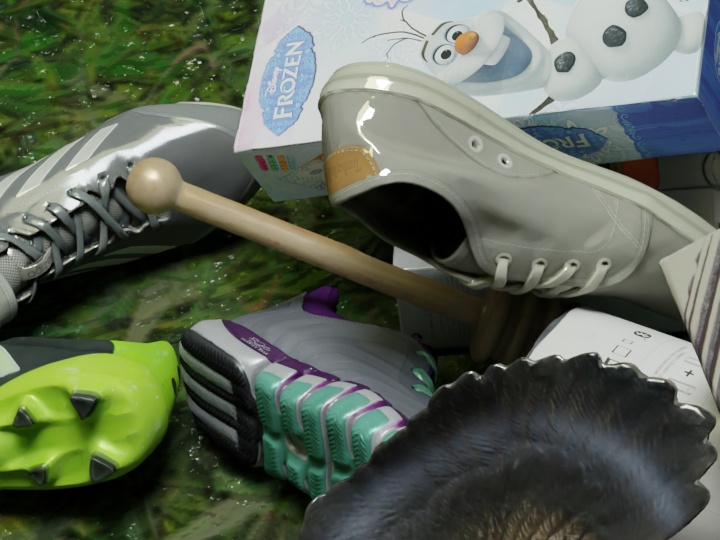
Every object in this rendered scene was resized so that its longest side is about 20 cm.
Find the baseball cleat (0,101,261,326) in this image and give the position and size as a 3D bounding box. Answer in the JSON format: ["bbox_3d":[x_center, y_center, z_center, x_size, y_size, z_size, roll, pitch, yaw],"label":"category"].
[{"bbox_3d":[-0.132,-0.010,1.246,0.199,0.070,0.107,-18,29,8],"label":"baseball cleat"}]

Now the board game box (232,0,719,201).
[{"bbox_3d":[0.059,-0.131,1.184,0.198,0.043,0.201,-5,57,26],"label":"board game box"}]

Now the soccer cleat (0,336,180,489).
[{"bbox_3d":[-0.168,0.059,1.192,0.199,0.068,0.081,-3,18,16],"label":"soccer cleat"}]

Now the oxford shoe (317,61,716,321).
[{"bbox_3d":[0.065,-0.014,1.113,0.075,0.199,0.058,-24,47,55],"label":"oxford shoe"}]

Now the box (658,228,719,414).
[{"bbox_3d":[0.172,0.076,0.972,0.068,0.082,0.201,-28,59,15],"label":"box"}]

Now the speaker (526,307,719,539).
[{"bbox_3d":[0.154,0.079,1.073,0.199,0.081,0.081,19,50,30],"label":"speaker"}]

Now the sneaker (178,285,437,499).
[{"bbox_3d":[0.017,0.059,1.137,0.087,0.075,0.200,-28,44,-29],"label":"sneaker"}]

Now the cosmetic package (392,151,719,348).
[{"bbox_3d":[0.094,-0.054,1.261,0.150,0.052,0.201,-3,42,6],"label":"cosmetic package"}]

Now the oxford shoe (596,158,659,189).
[{"bbox_3d":[0.058,-0.097,1.227,0.072,0.071,0.200,-21,42,-3],"label":"oxford shoe"}]

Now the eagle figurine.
[{"bbox_3d":[0.039,0.130,1.002,0.200,0.152,0.151,-42,89,-11],"label":"eagle figurine"}]

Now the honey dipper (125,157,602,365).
[{"bbox_3d":[0.000,0.000,1.163,0.199,0.038,0.038,20,43,-7],"label":"honey dipper"}]
